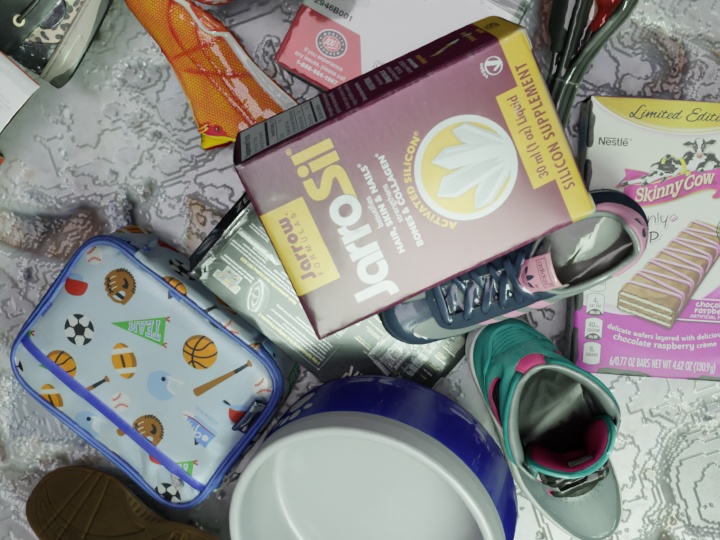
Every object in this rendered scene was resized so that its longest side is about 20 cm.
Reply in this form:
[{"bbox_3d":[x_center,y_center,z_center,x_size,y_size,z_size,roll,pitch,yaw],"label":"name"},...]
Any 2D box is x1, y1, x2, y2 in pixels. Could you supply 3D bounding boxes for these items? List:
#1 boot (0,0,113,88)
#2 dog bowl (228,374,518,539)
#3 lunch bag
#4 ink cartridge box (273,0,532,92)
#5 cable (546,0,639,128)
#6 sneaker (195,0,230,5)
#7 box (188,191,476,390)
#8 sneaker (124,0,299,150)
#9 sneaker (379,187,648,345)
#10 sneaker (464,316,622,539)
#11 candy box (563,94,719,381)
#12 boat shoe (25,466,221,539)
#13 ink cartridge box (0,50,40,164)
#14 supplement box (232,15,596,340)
[{"bbox_3d":[-0.238,-0.254,0.860,0.153,0.073,0.205,24,91,-19],"label":"boot"},{"bbox_3d":[0.011,0.179,0.861,0.198,0.079,0.202,8,117,16],"label":"dog bowl"},{"bbox_3d":[-0.154,0.078,0.899,0.200,0.076,0.161,40,104,1],"label":"lunch bag"},{"bbox_3d":[0.048,-0.203,0.868,0.143,0.084,0.201,28,95,0],"label":"ink cartridge box"},{"bbox_3d":[0.162,-0.153,0.869,0.050,0.097,0.202,4,102,-34],"label":"cable"},{"bbox_3d":[-0.077,-0.218,0.843,0.070,0.200,0.094,5,122,-39],"label":"sneaker"},{"bbox_3d":[0.000,0.000,0.879,0.200,0.044,0.160,40,95,-16],"label":"box"},{"bbox_3d":[-0.109,-0.136,0.886,0.077,0.073,0.200,-44,91,1],"label":"sneaker"},{"bbox_3d":[0.102,-0.001,0.821,0.199,0.082,0.071,-26,99,7],"label":"sneaker"},{"bbox_3d":[0.148,0.129,0.851,0.083,0.121,0.201,-31,107,-1],"label":"sneaker"},{"bbox_3d":[0.225,-0.023,0.882,0.135,0.061,0.202,3,93,3],"label":"candy box"},{"bbox_3d":[-0.170,0.210,0.898,0.199,0.065,0.071,20,62,32],"label":"boat shoe"},{"bbox_3d":[-0.338,-0.095,0.914,0.109,0.050,0.200,41,94,0],"label":"ink cartridge box"},{"bbox_3d":[0.032,-0.065,0.785,0.199,0.103,0.132,-26,107,3],"label":"supplement box"}]
